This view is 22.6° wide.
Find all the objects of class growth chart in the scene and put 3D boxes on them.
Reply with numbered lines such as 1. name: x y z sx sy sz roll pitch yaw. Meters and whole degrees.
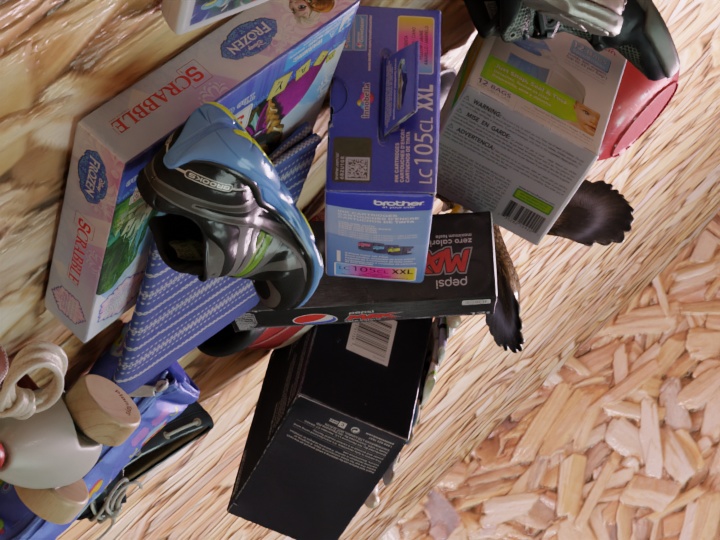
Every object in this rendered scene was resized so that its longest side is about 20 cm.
1. growth chart: 0.047 0.103 1.588 0.145 0.018 0.200 -94 -152 -73

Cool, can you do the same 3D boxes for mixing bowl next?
1. mixing bowl: 0.237 -0.180 1.745 0.200 0.108 0.200 -45 166 -14

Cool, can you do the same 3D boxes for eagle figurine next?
1. eagle figurine: 0.119 -0.044 1.552 0.151 0.200 0.152 -40 165 -32

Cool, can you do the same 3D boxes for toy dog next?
1. toy dog: -0.229 0.092 1.132 0.132 0.096 0.200 -44 152 -4

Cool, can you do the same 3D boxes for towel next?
1. towel: -0.100 -0.004 1.186 0.145 0.024 0.200 -37 163 -34

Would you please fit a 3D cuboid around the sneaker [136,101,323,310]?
1. sneaker: -0.079 -0.028 1.052 0.083 0.071 0.200 -36 154 -2

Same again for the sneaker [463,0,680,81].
1. sneaker: 0.149 -0.192 1.326 0.114 0.076 0.199 -42 125 10

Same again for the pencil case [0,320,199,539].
1. pencil case: -0.201 0.125 1.284 0.200 0.078 0.087 -46 -163 -9

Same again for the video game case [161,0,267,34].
1. video game case: -0.008 -0.209 0.915 0.182 0.023 0.200 -25 163 -23

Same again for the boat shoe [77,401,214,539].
1. boat shoe: -0.203 0.165 1.439 0.200 0.062 0.075 -39 167 -31

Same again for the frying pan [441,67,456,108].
1. frying pan: 0.057 -0.141 1.459 0.115 0.031 0.190 -37 167 -40

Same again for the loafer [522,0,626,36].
1. loafer: 0.110 -0.217 1.213 0.200 0.072 0.063 19 91 -43

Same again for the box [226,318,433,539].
1. box: -0.022 0.109 1.591 0.200 0.104 0.182 -76 -167 -45

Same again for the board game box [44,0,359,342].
1. board game box: -0.100 -0.070 1.112 0.200 0.041 0.200 -39 165 -32

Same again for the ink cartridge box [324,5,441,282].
1. ink cartridge box: 0.014 -0.088 1.211 0.200 0.076 0.137 88 4 -71

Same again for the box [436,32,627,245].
1. box: 0.129 -0.134 1.382 0.101 0.112 0.200 -59 -176 41

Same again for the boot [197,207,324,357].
1. boot: -0.043 -0.005 1.431 0.200 0.072 0.144 -45 167 17

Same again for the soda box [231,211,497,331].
1. soda box: 0.000 0.000 1.333 0.200 0.071 0.063 -3 167 1
